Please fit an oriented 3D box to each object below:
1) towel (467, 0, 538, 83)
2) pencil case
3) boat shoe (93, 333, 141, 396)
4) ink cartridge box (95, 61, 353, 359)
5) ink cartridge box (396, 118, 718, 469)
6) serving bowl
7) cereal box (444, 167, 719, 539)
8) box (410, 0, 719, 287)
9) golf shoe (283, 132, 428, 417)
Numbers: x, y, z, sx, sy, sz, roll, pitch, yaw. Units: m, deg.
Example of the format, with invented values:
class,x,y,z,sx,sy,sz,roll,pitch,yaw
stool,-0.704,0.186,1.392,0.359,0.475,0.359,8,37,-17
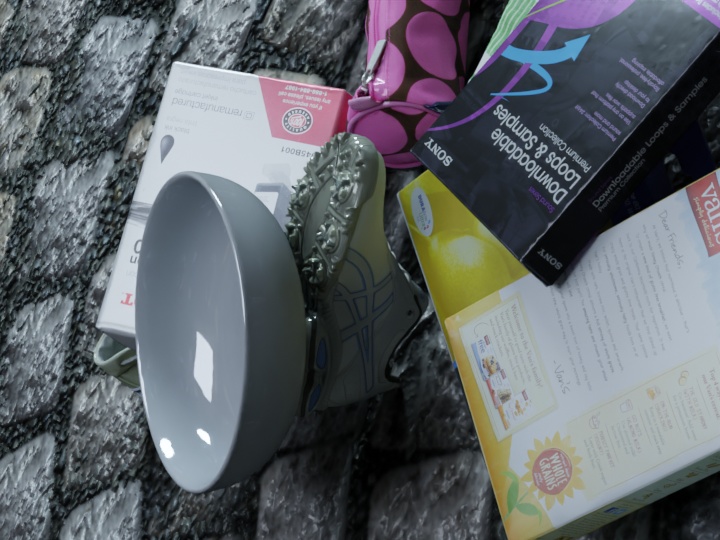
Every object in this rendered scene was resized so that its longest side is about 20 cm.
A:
class,x,y,z,sx,sy,sz,roll,pitch,yaw
towel,0.140,-0.169,1.327,0.153,0.023,0.201,52,126,50
pencil case,0.032,-0.176,1.445,0.090,0.093,0.201,-26,52,41
boat shoe,-0.119,0.019,1.560,0.200,0.062,0.072,-49,40,21
ink cartridge box,-0.082,-0.031,1.478,0.145,0.085,0.202,11,82,24
ink cartridge box,0.124,-0.011,1.253,0.200,0.047,0.199,-39,55,36
serving bowl,-0.081,0.037,1.339,0.200,0.065,0.202,178,90,-66
cereal box,0.149,0.051,1.160,0.199,0.039,0.145,-29,62,29
box,0.130,-0.105,1.207,0.200,0.036,0.143,-51,38,7
golf shoe,0.000,0.000,1.352,0.078,0.096,0.201,-119,35,-47
